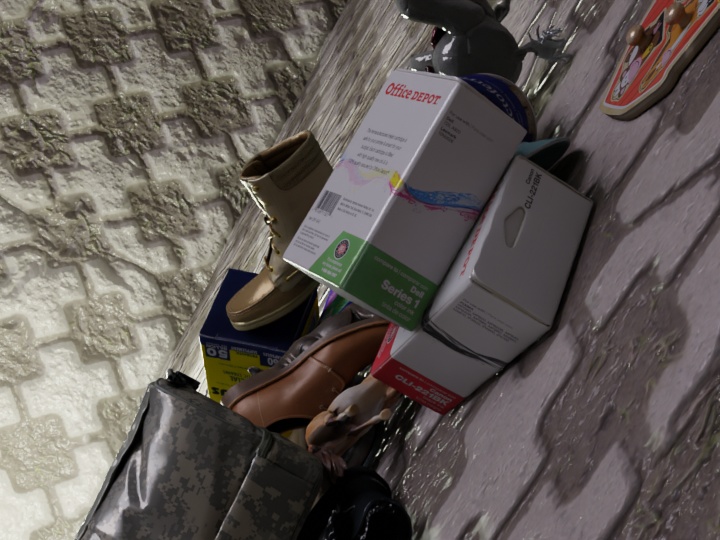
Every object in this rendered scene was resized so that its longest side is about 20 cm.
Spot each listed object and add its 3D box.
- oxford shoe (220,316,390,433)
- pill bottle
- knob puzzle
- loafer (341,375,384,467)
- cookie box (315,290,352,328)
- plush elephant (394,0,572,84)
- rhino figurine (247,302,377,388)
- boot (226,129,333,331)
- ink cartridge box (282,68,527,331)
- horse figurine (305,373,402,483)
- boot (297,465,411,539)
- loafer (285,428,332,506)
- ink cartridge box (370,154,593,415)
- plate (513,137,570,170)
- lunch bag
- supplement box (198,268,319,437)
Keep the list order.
[{"bbox_3d":[-0.035,0.112,1.633,0.200,0.071,0.071,-31,-29,5],"label":"oxford shoe"},{"bbox_3d":[0.090,-0.129,1.636,0.116,0.116,0.200,-56,-14,23],"label":"pill bottle"},{"bbox_3d":[0.262,-0.214,1.461,0.220,0.030,0.220,-58,11,17],"label":"knob puzzle"},{"bbox_3d":[-0.019,0.155,1.719,0.072,0.063,0.200,-57,11,14],"label":"loafer"},{"bbox_3d":[0.034,-0.013,1.888,0.171,0.075,0.200,-48,16,48],"label":"cookie box"},{"bbox_3d":[0.117,-0.232,1.820,0.155,0.199,0.165,-160,66,-84],"label":"plush elephant"},{"bbox_3d":[-0.041,0.092,1.728,0.200,0.060,0.087,-31,25,-19],"label":"rhino figurine"},{"bbox_3d":[-0.093,-0.042,1.796,0.200,0.156,0.073,-37,32,3],"label":"boot"},{"bbox_3d":[0.036,-0.065,1.441,0.200,0.084,0.145,-60,25,-3],"label":"ink cartridge box"},{"bbox_3d":[0.003,0.131,1.568,0.200,0.050,0.133,-42,2,-40],"label":"horse figurine"},{"bbox_3d":[-0.033,0.266,1.441,0.200,0.076,0.168,-54,7,2],"label":"boot"},{"bbox_3d":[-0.059,0.213,1.683,0.067,0.076,0.200,-35,14,5],"label":"loafer"},{"bbox_3d":[0.104,0.016,1.446,0.200,0.084,0.145,-48,15,54],"label":"ink cartridge box"},{"bbox_3d":[0.108,-0.070,1.553,0.200,0.026,0.200,-35,-8,-5],"label":"plate"},{"bbox_3d":[-0.146,0.208,1.460,0.200,0.167,0.139,-63,13,-4],"label":"lunch bag"},{"bbox_3d":[-0.110,0.111,1.927,0.200,0.109,0.110,86,-161,-47],"label":"supplement box"}]
